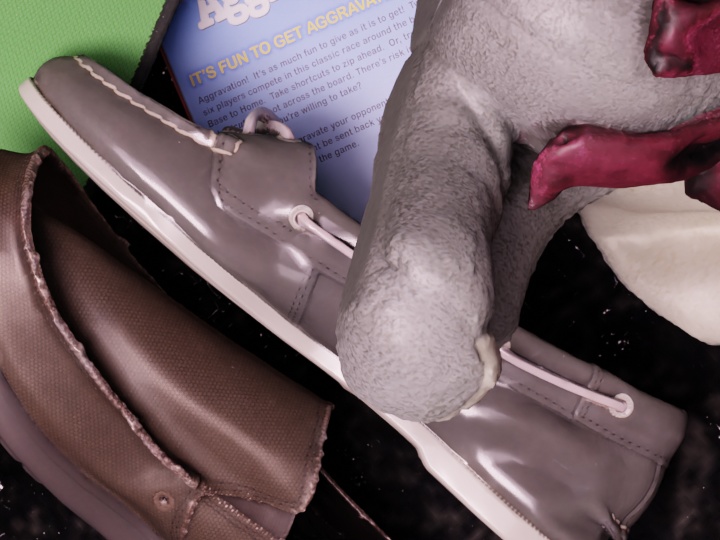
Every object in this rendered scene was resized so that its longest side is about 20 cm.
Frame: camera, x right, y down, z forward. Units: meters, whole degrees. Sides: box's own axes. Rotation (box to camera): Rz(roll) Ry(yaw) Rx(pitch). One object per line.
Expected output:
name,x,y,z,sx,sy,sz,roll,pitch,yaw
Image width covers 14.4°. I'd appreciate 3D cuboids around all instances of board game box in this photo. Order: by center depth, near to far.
board game box,0.046,-0.070,0.775,0.199,0.019,0.103,-23,90,16

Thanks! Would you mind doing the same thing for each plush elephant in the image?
plush elephant,0.092,-0.046,0.684,0.154,0.200,0.165,22,115,-11

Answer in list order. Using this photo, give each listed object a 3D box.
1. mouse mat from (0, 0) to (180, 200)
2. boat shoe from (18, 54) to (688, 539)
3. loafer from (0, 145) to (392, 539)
mouse mat,-0.131,-0.071,0.743,0.160,0.008,0.200,13,136,-17
boat shoe,0.000,0.000,0.755,0.200,0.067,0.057,41,91,-3
loafer,-0.040,0.041,0.759,0.071,0.073,0.200,-26,115,20
